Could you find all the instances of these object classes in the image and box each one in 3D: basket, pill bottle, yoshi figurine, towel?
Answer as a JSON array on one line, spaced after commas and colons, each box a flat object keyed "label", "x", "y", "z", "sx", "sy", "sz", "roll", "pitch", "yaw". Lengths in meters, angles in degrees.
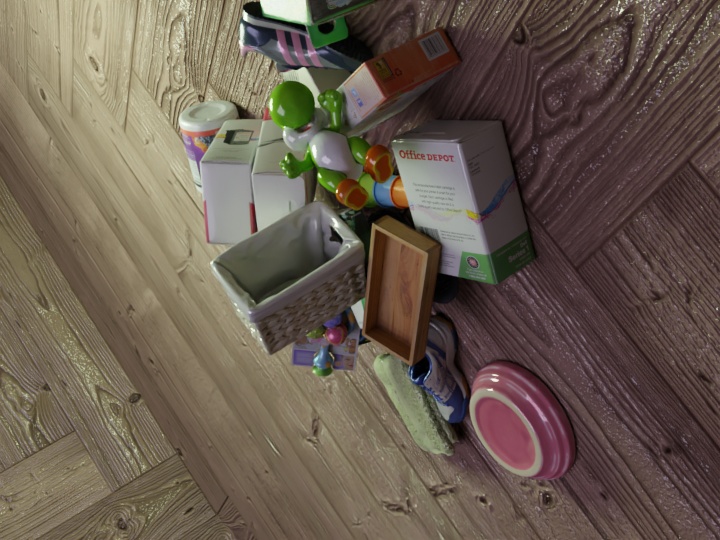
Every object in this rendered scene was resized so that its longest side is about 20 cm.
[{"label": "basket", "x": -0.099, "y": 0.013, "z": 1.390, "sx": 0.136, "sy": 0.199, "sz": 0.124, "roll": 46, "pitch": 161, "yaw": 38}, {"label": "pill bottle", "x": -0.269, "y": -0.210, "z": 1.773, "sx": 0.111, "sy": 0.111, "sz": 0.201, "roll": 28, "pitch": 138, "yaw": 45}, {"label": "yoshi figurine", "x": -0.055, "y": -0.174, "z": 1.200, "sx": 0.200, "sy": 0.112, "sz": 0.112, "roll": 43, "pitch": 133, "yaw": 29}, {"label": "towel", "x": 0.095, "y": 0.232, "z": 1.635, "sx": 0.201, "sy": 0.036, "sz": 0.148, "roll": 63, "pitch": 159, "yaw": 1}]

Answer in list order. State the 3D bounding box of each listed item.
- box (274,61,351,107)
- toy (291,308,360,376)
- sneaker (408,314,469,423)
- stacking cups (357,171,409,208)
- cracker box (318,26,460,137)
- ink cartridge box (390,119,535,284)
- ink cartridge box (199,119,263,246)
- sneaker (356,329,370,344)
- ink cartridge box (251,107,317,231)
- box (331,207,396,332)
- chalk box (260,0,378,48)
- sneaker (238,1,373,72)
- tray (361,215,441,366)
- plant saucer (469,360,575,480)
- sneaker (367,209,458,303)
[{"label": "box", "x": -0.072, "y": -0.305, "z": 1.415, "sx": 0.201, "sy": 0.068, "sz": 0.082, "roll": 62, "pitch": 152, "yaw": 0}, {"label": "toy", "x": -0.057, "y": 0.105, "z": 1.581, "sx": 0.047, "sy": 0.114, "sz": 0.201, "roll": -86, "pitch": 2, "yaw": -50}, {"label": "sneaker", "x": 0.116, "y": 0.172, "z": 1.517, "sx": 0.075, "sy": 0.088, "sz": 0.201, "roll": 15, "pitch": 129, "yaw": 50}, {"label": "stacking cups", "x": 0.048, "y": -0.123, "z": 1.397, "sx": 0.200, "sy": 0.060, "sz": 0.061, "roll": 8, "pitch": 122, "yaw": 53}, {"label": "cracker box", "x": 0.026, "y": -0.238, "z": 1.247, "sx": 0.058, "sy": 0.134, "sz": 0.200, "roll": 59, "pitch": 151, "yaw": -1}, {"label": "ink cartridge box", "x": 0.136, "y": -0.096, "z": 1.248, "sx": 0.145, "sy": 0.084, "sz": 0.201, "roll": 13, "pitch": 127, "yaw": 54}, {"label": "ink cartridge box", "x": -0.200, "y": -0.149, "z": 1.546, "sx": 0.200, "sy": 0.085, "sz": 0.148, "roll": -83, "pitch": -7, "yaw": -63}, {"label": "sneaker", "x": 0.024, "y": 0.070, "z": 1.607, "sx": 0.079, "sy": 0.066, "sz": 0.200, "roll": 65, "pitch": 153, "yaw": 15}, {"label": "ink cartridge box", "x": -0.119, "y": -0.152, "z": 1.502, "sx": 0.201, "sy": 0.082, "sz": 0.147, "roll": -87, "pitch": -4, "yaw": -51}, {"label": "box", "x": 0.000, "y": 0.000, "z": 1.456, "sx": 0.201, "sy": 0.036, "sz": 0.144, "roll": 65, "pitch": 160, "yaw": -9}, {"label": "chalk box", "x": -0.063, "y": -0.406, "z": 1.254, "sx": 0.124, "sy": 0.124, "sz": 0.201, "roll": 27, "pitch": 135, "yaw": 45}, {"label": "sneaker", "x": -0.081, "y": -0.316, "z": 1.342, "sx": 0.199, "sy": 0.070, "sz": 0.082, "roll": 22, "pitch": 129, "yaw": 1}, {"label": "tray", "x": 0.056, "y": 0.030, "z": 1.330, "sx": 0.098, "sy": 0.037, "sz": 0.201, "roll": 30, "pitch": 133, "yaw": 30}, {"label": "plant saucer", "x": 0.235, "y": 0.236, "z": 1.420, "sx": 0.200, "sy": 0.051, "sz": 0.201, "roll": 39, "pitch": 144, "yaw": 36}, {"label": "sneaker", "x": 0.084, "y": -0.012, "z": 1.417, "sx": 0.200, "sy": 0.066, "sz": 0.079, "roll": 46, "pitch": 169, "yaw": 35}]
